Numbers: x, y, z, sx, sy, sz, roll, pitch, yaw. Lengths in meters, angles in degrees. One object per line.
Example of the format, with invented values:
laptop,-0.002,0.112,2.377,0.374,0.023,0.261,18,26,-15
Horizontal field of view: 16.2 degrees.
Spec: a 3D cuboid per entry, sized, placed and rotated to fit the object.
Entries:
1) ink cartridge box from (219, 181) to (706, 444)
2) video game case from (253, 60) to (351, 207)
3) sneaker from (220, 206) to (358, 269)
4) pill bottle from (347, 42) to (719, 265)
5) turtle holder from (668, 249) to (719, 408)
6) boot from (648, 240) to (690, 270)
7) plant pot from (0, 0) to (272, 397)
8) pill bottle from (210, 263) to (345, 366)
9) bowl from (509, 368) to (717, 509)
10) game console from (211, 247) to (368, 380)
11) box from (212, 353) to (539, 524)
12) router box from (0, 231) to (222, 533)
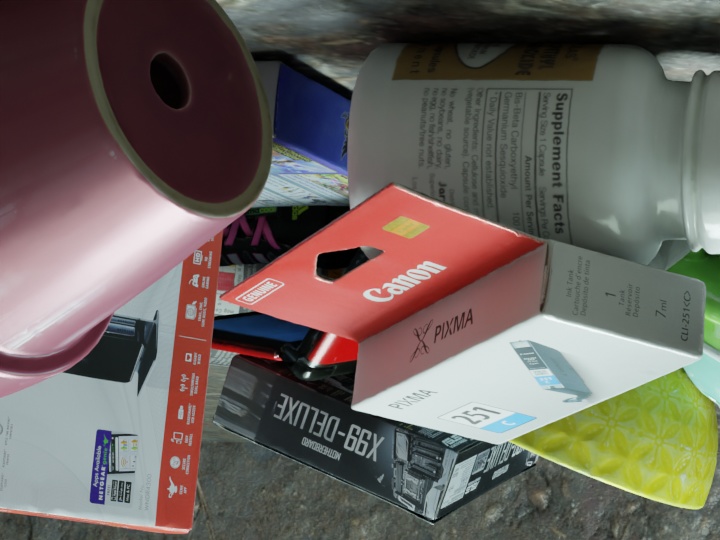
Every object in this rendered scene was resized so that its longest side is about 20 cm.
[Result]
ink cartridge box,0.045,0.028,1.269,0.176,0.045,0.200,16,157,-23
video game case,-0.084,-0.075,1.440,0.181,0.045,0.200,2,171,25
sneaker,-0.059,-0.036,1.599,0.200,0.074,0.087,3,172,-26
pill bottle,0.102,-0.055,1.254,0.200,0.114,0.114,2,171,15
turtle holder,0.259,0.029,1.440,0.185,0.132,0.141,15,-144,27
boot,0.232,-0.031,1.357,0.200,0.073,0.182,9,-149,11
plant pot,-0.149,-0.055,1.187,0.179,0.200,0.200,-21,158,33
pill bottle,-0.111,0.007,1.745,0.200,0.116,0.116,8,171,-22
bowl,0.136,0.054,1.531,0.200,0.108,0.200,23,-175,-2
game console,0.000,0.000,1.583,0.119,0.172,0.200,43,-154,24
box,0.020,0.090,1.620,0.158,0.050,0.200,22,-166,18
router box,-0.169,0.039,1.416,0.179,0.200,0.049,11,171,-38
